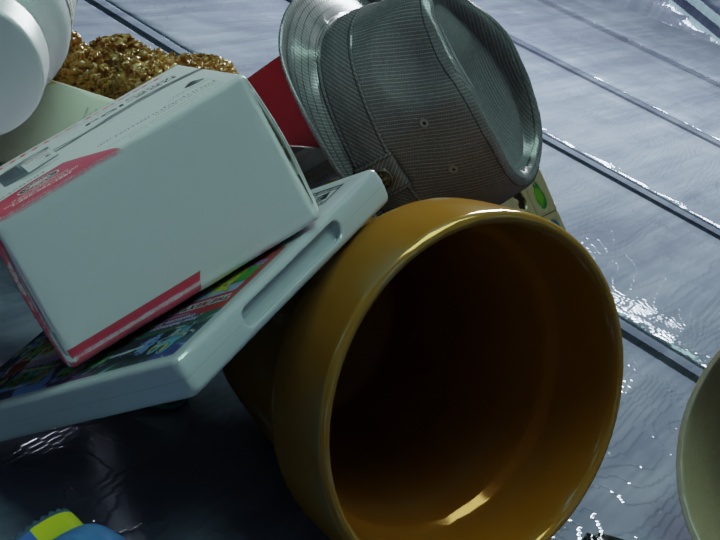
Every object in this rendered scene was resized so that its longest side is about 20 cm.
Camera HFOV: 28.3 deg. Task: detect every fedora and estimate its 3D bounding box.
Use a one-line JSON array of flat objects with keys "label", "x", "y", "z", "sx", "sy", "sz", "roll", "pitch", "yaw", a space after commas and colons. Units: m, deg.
[{"label": "fedora", "x": 0.048, "y": -0.109, "z": 0.897, "sx": 0.201, "sy": 0.090, "sz": 0.177, "roll": 59, "pitch": 35, "yaw": -10}]

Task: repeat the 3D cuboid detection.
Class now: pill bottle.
[{"label": "pill bottle", "x": -0.239, "y": -0.179, "z": 0.917, "sx": 0.115, "sy": 0.117, "sz": 0.201, "roll": 13, "pitch": 37, "yaw": -14}]

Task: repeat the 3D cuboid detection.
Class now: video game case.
[{"label": "video game case", "x": -0.103, "y": 0.022, "z": 0.739, "sx": 0.199, "sy": 0.023, "sz": 0.182, "roll": -16, "pitch": 21, "yaw": 41}]

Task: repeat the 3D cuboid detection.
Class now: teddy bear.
[{"label": "teddy bear", "x": -0.182, "y": -0.133, "z": 1.062, "sx": 0.144, "sy": 0.068, "sz": 0.199, "roll": -13, "pitch": -16, "yaw": 36}]

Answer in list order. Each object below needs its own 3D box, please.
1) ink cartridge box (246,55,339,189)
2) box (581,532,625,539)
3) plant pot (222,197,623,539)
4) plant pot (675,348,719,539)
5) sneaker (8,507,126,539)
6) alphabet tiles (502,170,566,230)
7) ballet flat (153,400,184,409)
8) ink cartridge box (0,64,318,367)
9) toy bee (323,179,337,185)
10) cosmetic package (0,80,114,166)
[{"label": "ink cartridge box", "x": -0.060, "y": -0.086, "z": 1.023, "sx": 0.174, "sy": 0.199, "sz": 0.085, "roll": -3, "pitch": 73, "yaw": -45}, {"label": "box", "x": 0.188, "y": 0.221, "z": 0.649, "sx": 0.198, "sy": 0.087, "sz": 0.164, "roll": 17, "pitch": 22, "yaw": -5}, {"label": "plant pot", "x": 0.014, "y": 0.051, "z": 0.803, "sx": 0.198, "sy": 0.203, "sz": 0.183, "roll": 3, "pitch": 10, "yaw": -35}, {"label": "plant pot", "x": 0.331, "y": 0.131, "z": 0.892, "sx": 0.199, "sy": 0.189, "sz": 0.187, "roll": 18, "pitch": 16, "yaw": -42}, {"label": "sneaker", "x": -0.136, "y": 0.160, "z": 0.559, "sx": 0.078, "sy": 0.066, "sz": 0.200, "roll": 28, "pitch": 23, "yaw": 14}, {"label": "alphabet tiles", "x": 0.073, "y": -0.067, "z": 0.990, "sx": 0.199, "sy": 0.008, "sz": 0.169, "roll": -23, "pitch": 90, "yaw": -54}, {"label": "ballet flat", "x": -0.159, "y": 0.008, "z": 0.900, "sx": 0.071, "sy": 0.073, "sz": 0.200, "roll": 1, "pitch": 28, "yaw": -38}, {"label": "ink cartridge box", "x": -0.121, "y": -0.039, "z": 0.761, "sx": 0.145, "sy": 0.085, "sz": 0.200, "roll": -31, "pitch": 15, "yaw": -10}, {"label": "toy bee", "x": 0.000, "y": 0.000, "z": 0.967, "sx": 0.198, "sy": 0.109, "sz": 0.132, "roll": -16, "pitch": 81, "yaw": -33}, {"label": "cosmetic package", "x": -0.259, "y": -0.096, "z": 1.001, "sx": 0.198, "sy": 0.072, "sz": 0.105, "roll": 18, "pitch": -19, "yaw": -4}]
